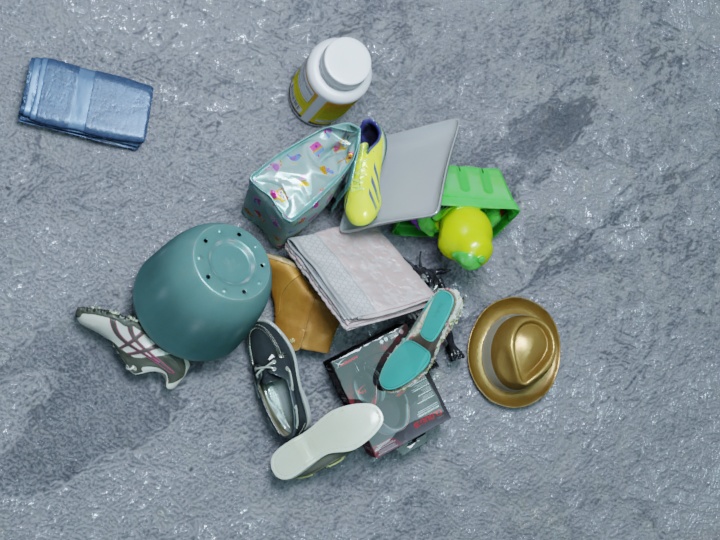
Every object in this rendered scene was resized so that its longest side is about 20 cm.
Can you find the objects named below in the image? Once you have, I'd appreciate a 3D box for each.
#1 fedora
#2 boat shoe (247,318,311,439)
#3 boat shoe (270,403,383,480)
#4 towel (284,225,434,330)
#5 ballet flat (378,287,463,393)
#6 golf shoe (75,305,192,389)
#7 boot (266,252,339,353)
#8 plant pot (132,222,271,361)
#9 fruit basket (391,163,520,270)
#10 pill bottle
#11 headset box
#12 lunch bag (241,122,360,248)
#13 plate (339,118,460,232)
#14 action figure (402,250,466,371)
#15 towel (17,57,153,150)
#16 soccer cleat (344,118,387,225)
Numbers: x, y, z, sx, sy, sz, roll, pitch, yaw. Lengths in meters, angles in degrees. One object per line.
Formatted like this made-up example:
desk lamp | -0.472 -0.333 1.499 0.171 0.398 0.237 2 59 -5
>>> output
fedora | 0.287 0.144 1.651 0.200 0.082 0.201 2 83 -16
boat shoe | -0.138 0.177 1.516 0.075 0.060 0.201 -26 89 22
boat shoe | -0.049 0.277 1.508 0.201 0.060 0.072 -30 68 7
towel | 0.000 0.000 1.529 0.191 0.032 0.200 -14 54 -38
ballet flat | 0.108 0.120 1.514 0.076 0.064 0.200 38 95 29
golf shoe | -0.360 0.117 1.463 0.199 0.077 0.088 24 84 -12
boot | -0.128 0.053 1.546 0.201 0.071 0.144 19 93 -1
plant pot | -0.228 0.019 1.434 0.200 0.161 0.201 16 58 -27
fruit basket | 0.169 -0.077 1.602 0.215 0.156 0.216 6 67 -15
pill bottle | -0.048 -0.316 1.543 0.109 0.200 0.110 2 83 -17
headset box | 0.049 0.211 1.569 0.148 0.075 0.201 -25 91 -12
lunch bag | -0.086 -0.148 1.526 0.200 0.170 0.122 -42 88 -20
plate | 0.071 -0.152 1.558 0.032 0.199 0.200 43 50 -41
action figure | 0.124 0.065 1.603 0.118 0.102 0.201 -17 91 -14
towel | -0.439 -0.269 1.498 0.199 0.049 0.112 12 80 -15
soccer cleat | 0.004 -0.163 1.529 0.064 0.084 0.201 -1 54 14
